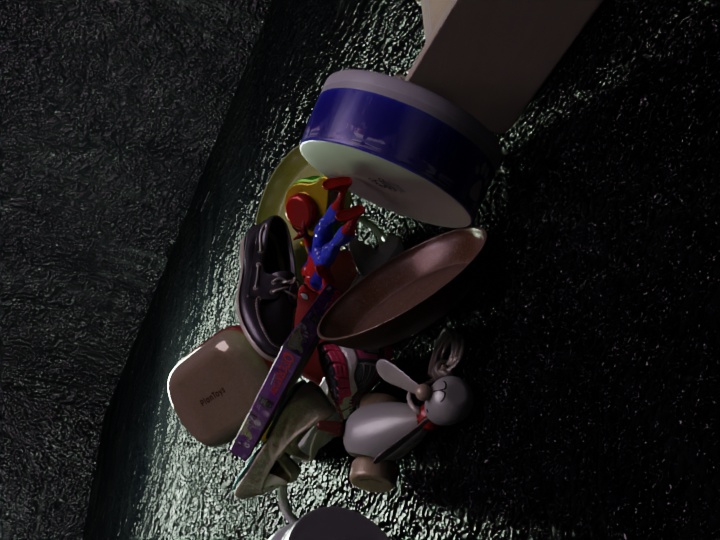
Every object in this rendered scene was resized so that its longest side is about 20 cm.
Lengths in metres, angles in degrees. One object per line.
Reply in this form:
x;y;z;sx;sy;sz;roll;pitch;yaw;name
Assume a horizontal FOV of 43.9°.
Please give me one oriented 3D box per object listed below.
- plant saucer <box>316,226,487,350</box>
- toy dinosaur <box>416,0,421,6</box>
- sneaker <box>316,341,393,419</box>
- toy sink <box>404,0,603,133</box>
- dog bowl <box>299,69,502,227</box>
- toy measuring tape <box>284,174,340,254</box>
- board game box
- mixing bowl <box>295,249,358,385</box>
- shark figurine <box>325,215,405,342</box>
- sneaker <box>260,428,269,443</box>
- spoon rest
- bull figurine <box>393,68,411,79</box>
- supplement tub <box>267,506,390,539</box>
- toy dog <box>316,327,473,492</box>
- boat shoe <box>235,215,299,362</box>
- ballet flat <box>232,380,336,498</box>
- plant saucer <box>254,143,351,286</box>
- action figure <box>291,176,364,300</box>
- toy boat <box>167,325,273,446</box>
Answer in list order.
0.048;0.024;0.907;0.199;0.037;0.201;-30;13;7;plant saucer
0.121;-0.410;1.171;0.136;0.085;0.202;127;161;-58;toy dinosaur
-0.003;0.119;1.016;0.200;0.074;0.081;103;146;-76;sneaker
0.139;-0.263;0.901;0.113;0.129;0.201;-91;26;-45;toy sink
0.040;-0.122;0.923;0.079;0.199;0.200;-66;18;-9;dog bowl
-0.052;-0.112;1.047;0.074;0.073;0.202;-114;28;-64;toy measuring tape
-0.084;0.117;1.014;0.120;0.032;0.201;-49;-9;-49;board game box
-0.074;0.052;1.241;0.200;0.108;0.201;-53;27;42;mixing bowl
0.013;-0.017;1.073;0.128;0.089;0.215;-33;22;34;shark figurine
-0.121;0.203;1.268;0.079;0.081;0.200;-72;18;-2;sneaker
-0.062;0.221;1.111;0.099;0.060;0.202;132;151;-70;spoon rest
0.085;-0.179;1.038;0.199;0.065;0.122;-2;112;62;bull figurine
-0.055;0.334;0.864;0.201;0.143;0.145;-57;24;37;supplement tub
0.024;0.145;0.892;0.201;0.096;0.133;-58;23;34;toy dog
-0.109;0.017;1.100;0.063;0.072;0.201;-43;42;35;boat shoe
-0.089;0.213;1.035;0.067;0.062;0.201;-32;-24;-55;ballet flat
-0.072;-0.069;1.165;0.199;0.031;0.202;-21;62;46;plant saucer
-0.043;-0.022;1.003;0.066;0.051;0.201;61;155;24;action figure
-0.167;0.149;1.217;0.199;0.131;0.130;-33;-3;35;toy boat
